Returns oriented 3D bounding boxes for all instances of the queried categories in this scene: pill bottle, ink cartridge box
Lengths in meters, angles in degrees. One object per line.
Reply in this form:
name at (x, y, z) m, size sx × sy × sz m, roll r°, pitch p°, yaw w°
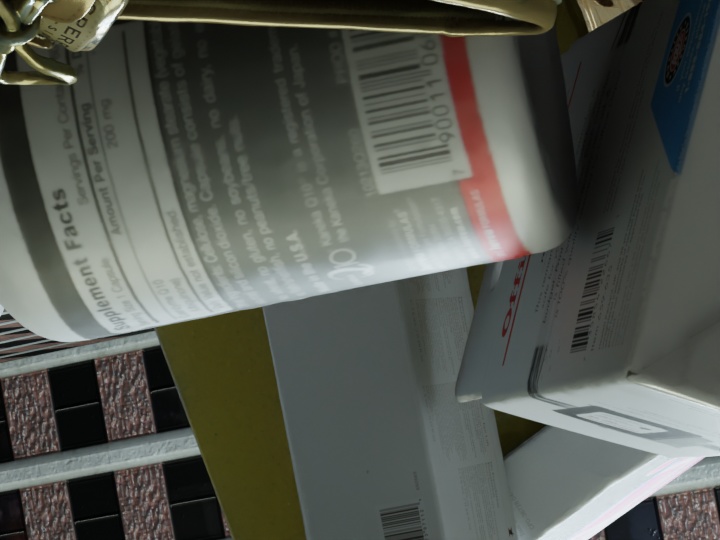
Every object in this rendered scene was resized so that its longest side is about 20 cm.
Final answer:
pill bottle at (-0.048, -0.043, 0.822) m, size 0.199 × 0.115 × 0.114 m, roll -11°, pitch 177°, yaw 11°
ink cartridge box at (0.091, -0.011, 0.848) m, size 0.066 × 0.117 × 0.200 m, roll 16°, pitch 173°, yaw -9°
ink cartridge box at (0.049, 0.092, 1.055) m, size 0.200 × 0.037 × 0.095 m, roll -37°, pitch 168°, yaw 32°

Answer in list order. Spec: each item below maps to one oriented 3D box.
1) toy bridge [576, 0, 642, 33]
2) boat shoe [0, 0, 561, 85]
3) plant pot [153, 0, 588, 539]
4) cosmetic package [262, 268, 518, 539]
toy bridge at (0.108, -0.046, 0.995) m, size 0.027 × 0.068 × 0.200 m, roll 8°, pitch 159°, yaw 26°
boat shoe at (-0.045, -0.076, 0.702) m, size 0.199 × 0.063 × 0.073 m, roll -9°, pitch 177°, yaw -15°
plant pot at (0.038, -0.013, 1.113) m, size 0.176 × 0.201 × 0.200 m, roll -24°, pitch 172°, yaw 19°
cosmetic package at (0.000, 0.000, 0.966) m, size 0.050 × 0.201 × 0.082 m, roll -12°, pitch 176°, yaw 20°
